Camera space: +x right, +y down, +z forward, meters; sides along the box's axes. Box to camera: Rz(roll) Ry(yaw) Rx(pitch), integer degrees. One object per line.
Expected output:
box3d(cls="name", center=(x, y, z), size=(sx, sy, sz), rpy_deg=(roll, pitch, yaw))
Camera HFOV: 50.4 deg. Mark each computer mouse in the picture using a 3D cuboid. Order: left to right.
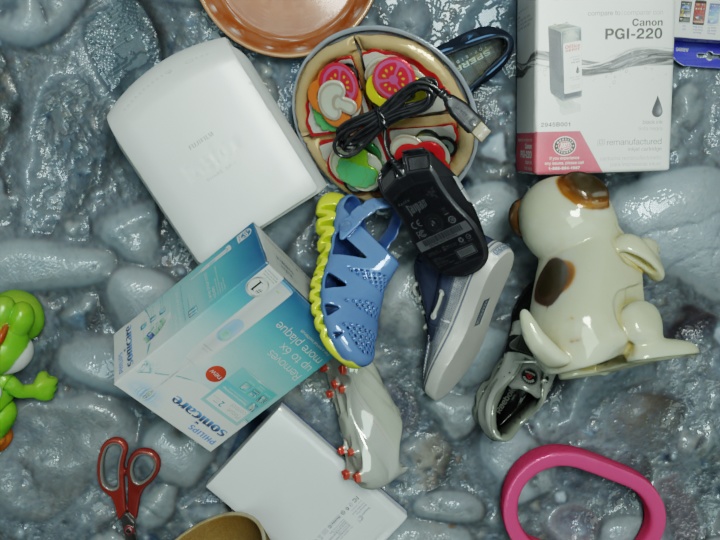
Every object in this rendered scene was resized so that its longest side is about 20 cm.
box3d(cls="computer mouse", center=(0.081, -0.094, 0.741), size=(0.140, 0.046, 0.200), rpy_deg=(-31, 106, 37))

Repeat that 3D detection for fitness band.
box3d(cls="fitness band", center=(0.260, 0.286, 0.901), size=(0.199, 0.037, 0.144), rpy_deg=(21, 98, -5))

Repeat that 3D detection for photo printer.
box3d(cls="photo printer", center=(-0.156, -0.130, 0.807), size=(0.166, 0.069, 0.201), rpy_deg=(-31, 99, 4))

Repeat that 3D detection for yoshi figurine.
box3d(cls="yoshi figurine", center=(-0.398, 0.103, 0.846), size=(0.112, 0.112, 0.201), rpy_deg=(45, 116, 32))

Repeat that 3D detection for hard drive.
box3d(cls="hard drive", center=(-0.062, 0.267, 0.898), size=(0.200, 0.025, 0.132), rpy_deg=(42, 96, -7))

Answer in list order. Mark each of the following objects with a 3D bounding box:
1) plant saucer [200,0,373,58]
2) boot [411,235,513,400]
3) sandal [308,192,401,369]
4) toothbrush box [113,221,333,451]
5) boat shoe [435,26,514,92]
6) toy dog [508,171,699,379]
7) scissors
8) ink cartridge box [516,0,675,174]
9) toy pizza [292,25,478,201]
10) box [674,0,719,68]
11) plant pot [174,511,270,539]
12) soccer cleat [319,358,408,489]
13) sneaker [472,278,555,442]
box3d(cls="plant saucer", center=(-0.076, -0.324, 0.796), size=(0.199, 0.032, 0.202), rpy_deg=(0, 99, -1))
box3d(cls="boot", center=(0.094, 0.041, 0.850), size=(0.090, 0.073, 0.201), rpy_deg=(34, 117, 29))
box3d(cls="sandal", center=(0.000, 0.000, 0.778), size=(0.087, 0.079, 0.201), rpy_deg=(-14, 64, 26))
box3d(cls="toothbrush box", center=(-0.137, 0.073, 0.805), size=(0.200, 0.085, 0.147), rpy_deg=(-36, 126, 8))
box3d(cls="boat shoe", center=(0.066, -0.197, 0.799), size=(0.200, 0.069, 0.084), rpy_deg=(-38, 100, 8))
box3d(cls="toy dog", center=(0.216, 0.003, 0.773), size=(0.193, 0.139, 0.201), rpy_deg=(-1, 73, -24))
box3d(cls="scissors", center=(-0.281, 0.294, 0.907), size=(0.073, 0.014, 0.201), rpy_deg=(8, 100, -5))
box3d(cls="ink cartridge box", center=(0.241, -0.203, 0.795), size=(0.145, 0.085, 0.201), rpy_deg=(-2, 98, -1))
box3d(cls="toy pizza", center=(0.020, -0.145, 0.771), size=(0.199, 0.032, 0.201), rpy_deg=(12, 130, 15))
box3d(cls="box", center=(0.383, -0.317, 0.800), size=(0.118, 0.041, 0.201), rpy_deg=(3, 97, -1))
box3d(cls="plant pot", center=(-0.135, 0.413, 0.858), size=(0.186, 0.187, 0.201), rpy_deg=(-29, 113, 4))
box3d(cls="soccer cleat", center=(0.006, 0.145, 0.865), size=(0.077, 0.069, 0.201), rpy_deg=(-11, 93, -29))
box3d(cls="sneaker", center=(0.191, 0.101, 0.844), size=(0.074, 0.089, 0.201), rpy_deg=(21, 97, -3))
